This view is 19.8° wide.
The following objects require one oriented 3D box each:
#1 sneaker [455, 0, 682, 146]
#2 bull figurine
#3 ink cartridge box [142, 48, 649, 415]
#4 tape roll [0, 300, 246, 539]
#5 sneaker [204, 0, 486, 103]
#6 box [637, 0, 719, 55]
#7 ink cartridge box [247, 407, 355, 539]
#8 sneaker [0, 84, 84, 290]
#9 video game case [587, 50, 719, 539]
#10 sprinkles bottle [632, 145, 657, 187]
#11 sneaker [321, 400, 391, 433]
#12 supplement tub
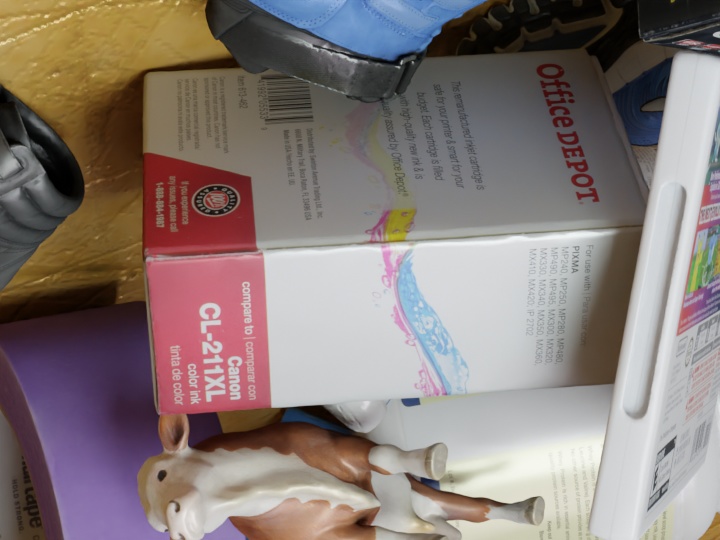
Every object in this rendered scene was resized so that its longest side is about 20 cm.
[{"bbox_3d":[0.143,-0.110,0.967,0.199,0.079,0.089,-20,157,6],"label":"sneaker"},{"bbox_3d":[-0.006,0.102,0.879,0.121,0.066,0.200,5,171,27],"label":"bull figurine"},{"bbox_3d":[0.010,-0.019,0.859,0.198,0.146,0.083,-3,124,-3],"label":"ink cartridge box"},{"bbox_3d":[-0.128,0.120,0.982,0.084,0.201,0.201,-11,147,-24],"label":"tape roll"},{"bbox_3d":[0.032,-0.125,0.842,0.198,0.077,0.112,-7,139,-21],"label":"sneaker"},{"bbox_3d":[0.166,-0.176,0.758,0.158,0.202,0.046,4,172,-39],"label":"box"},{"bbox_3d":[0.047,0.168,1.183,0.085,0.199,0.145,-64,152,-16],"label":"ink cartridge box"},{"bbox_3d":[-0.192,-0.041,0.824,0.099,0.071,0.199,-41,152,21],"label":"sneaker"},{"bbox_3d":[0.135,0.005,0.846,0.023,0.184,0.200,11,-173,16],"label":"video game case"},{"bbox_3d":[0.124,-0.035,1.060,0.199,0.069,0.068,-1,142,-36],"label":"sprinkles bottle"},{"bbox_3d":[0.000,0.000,0.951,0.076,0.200,0.105,41,95,-18],"label":"sneaker"},{"bbox_3d":[0.099,0.078,1.045,0.198,0.146,0.145,-10,148,-3],"label":"supplement tub"}]
